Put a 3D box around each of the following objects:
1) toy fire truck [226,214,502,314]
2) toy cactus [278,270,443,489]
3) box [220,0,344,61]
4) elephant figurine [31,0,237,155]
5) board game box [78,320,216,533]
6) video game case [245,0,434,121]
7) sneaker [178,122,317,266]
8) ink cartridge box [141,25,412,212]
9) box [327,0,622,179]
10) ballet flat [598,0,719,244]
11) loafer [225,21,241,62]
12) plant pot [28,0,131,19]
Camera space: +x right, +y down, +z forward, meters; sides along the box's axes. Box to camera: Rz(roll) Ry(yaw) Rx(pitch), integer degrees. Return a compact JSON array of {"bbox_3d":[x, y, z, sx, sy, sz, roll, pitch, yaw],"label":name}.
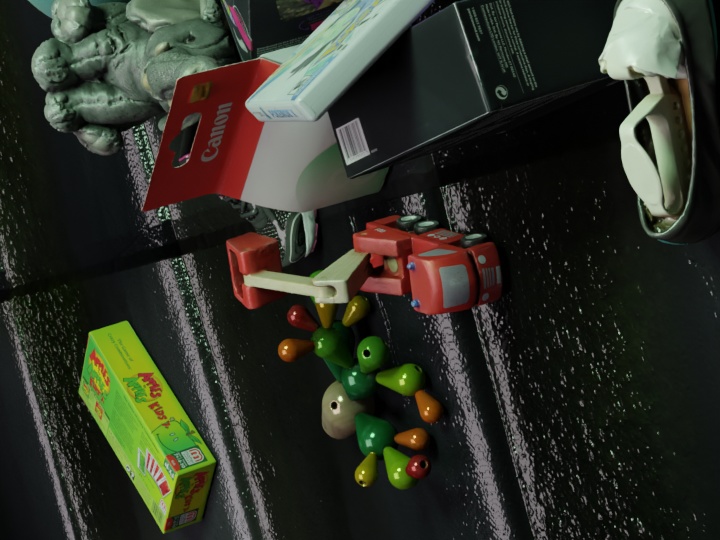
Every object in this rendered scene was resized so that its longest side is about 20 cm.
[{"bbox_3d":[0.000,0.000,1.636,0.200,0.141,0.049,19,121,56],"label":"toy fire truck"},{"bbox_3d":[-0.009,0.105,1.776,0.200,0.102,0.165,55,157,14],"label":"toy cactus"},{"bbox_3d":[-0.053,-0.248,1.567,0.200,0.106,0.123,97,154,-69],"label":"box"},{"bbox_3d":[-0.146,-0.161,1.689,0.199,0.156,0.142,-4,147,31],"label":"elephant figurine"},{"bbox_3d":[-0.223,0.161,2.211,0.200,0.047,0.102,54,146,31],"label":"board game box"},{"bbox_3d":[0.012,-0.177,1.440,0.022,0.200,0.182,45,173,-12],"label":"video game case"},{"bbox_3d":[-0.113,-0.090,1.834,0.201,0.086,0.080,64,152,2],"label":"sneaker"},{"bbox_3d":[-0.056,-0.102,1.619,0.050,0.199,0.161,55,147,25],"label":"ink cartridge box"},{"bbox_3d":[0.082,-0.132,1.424,0.200,0.141,0.079,-21,85,61],"label":"box"},{"bbox_3d":[0.188,-0.111,1.322,0.068,0.068,0.201,-1,105,49],"label":"ballet flat"},{"bbox_3d":[-0.072,-0.165,1.763,0.200,0.073,0.071,53,136,23],"label":"loafer"},{"bbox_3d":[-0.185,-0.313,1.752,0.161,0.200,0.201,-17,90,49],"label":"plant pot"}]
